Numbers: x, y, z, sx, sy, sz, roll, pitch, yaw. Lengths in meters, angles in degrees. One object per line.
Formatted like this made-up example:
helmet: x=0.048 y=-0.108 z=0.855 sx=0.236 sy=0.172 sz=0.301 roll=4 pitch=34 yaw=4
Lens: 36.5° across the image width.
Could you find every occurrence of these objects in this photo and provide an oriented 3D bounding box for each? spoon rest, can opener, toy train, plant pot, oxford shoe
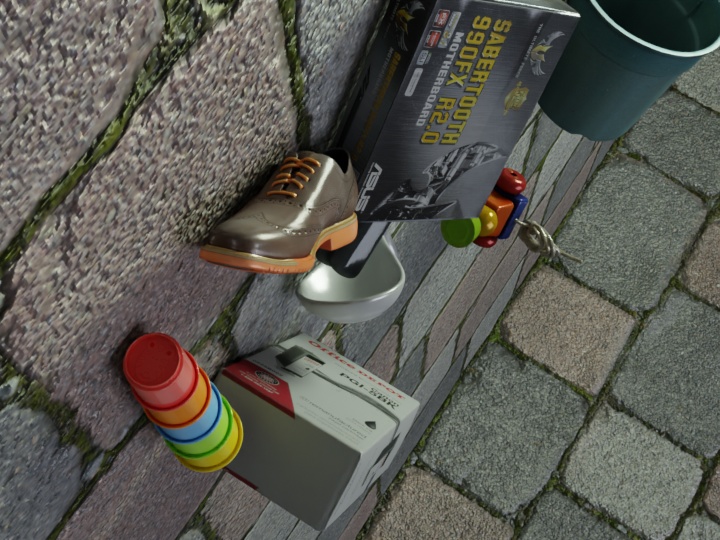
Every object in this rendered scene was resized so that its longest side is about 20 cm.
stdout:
spoon rest: x=0.000 y=0.000 z=1.025 sx=0.200 sy=0.099 sz=0.061 roll=-53 pitch=137 yaw=-72
can opener: x=0.018 y=-0.091 z=0.959 sx=0.066 sy=0.053 sz=0.201 roll=24 pitch=97 yaw=-43
toy train: x=0.123 y=-0.051 z=1.092 sx=0.116 sy=0.200 sz=0.085 roll=-30 pitch=150 yaw=-56
plant pot: x=0.322 y=-0.279 z=1.374 sx=0.200 sy=0.200 sz=0.196 roll=-49 pitch=172 yaw=-37
oxford shoe: x=-0.054 y=-0.045 z=0.755 sx=0.200 sy=0.071 sz=0.073 roll=-38 pitch=137 yaw=-69

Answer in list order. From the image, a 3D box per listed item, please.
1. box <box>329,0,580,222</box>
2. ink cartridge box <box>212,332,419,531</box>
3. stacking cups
box: x=0.067 y=-0.132 z=0.868 sx=0.158 sy=0.048 sz=0.201 roll=-3 pitch=130 yaw=-40
ink cartridge box: x=-0.045 y=0.139 z=1.003 sx=0.083 sy=0.146 sz=0.200 roll=-63 pitch=168 yaw=13
stacking cups: x=-0.130 y=0.099 z=0.788 sx=0.061 sy=0.060 sz=0.200 roll=-55 pitch=165 yaw=-14
